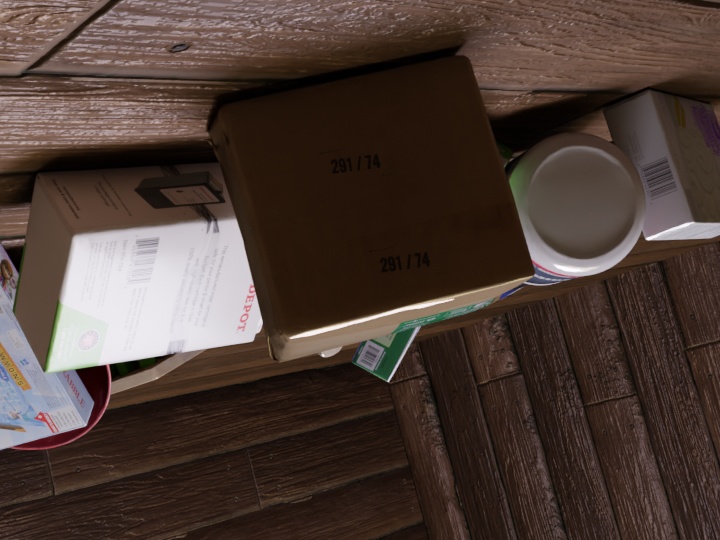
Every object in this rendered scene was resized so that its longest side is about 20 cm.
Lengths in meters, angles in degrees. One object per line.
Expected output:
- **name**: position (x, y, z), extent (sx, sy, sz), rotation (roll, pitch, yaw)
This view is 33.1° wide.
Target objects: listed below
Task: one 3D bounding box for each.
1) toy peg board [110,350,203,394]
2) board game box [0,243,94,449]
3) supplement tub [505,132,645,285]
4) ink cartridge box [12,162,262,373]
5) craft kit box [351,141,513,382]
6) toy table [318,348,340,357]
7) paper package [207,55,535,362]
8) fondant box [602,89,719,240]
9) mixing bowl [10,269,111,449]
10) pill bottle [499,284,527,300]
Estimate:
- **toy peg board**: position (-0.337, 0.109, 1.831), extent (0.199, 0.098, 0.199), rotation (-19, -173, 32)
- **board game box**: position (-0.394, 0.090, 1.178), extent (0.199, 0.201, 0.041), rotation (-16, -151, 11)
- **supplement tub**: position (0.198, -0.058, 1.251), extent (0.140, 0.141, 0.200), rotation (-14, 178, -8)
- **ink cartridge box**: position (-0.172, -0.006, 1.009), extent (0.199, 0.084, 0.146), rotation (-7, 132, -36)
- **craft kit box**: position (0.072, -0.018, 1.152), extent (0.201, 0.048, 0.198), rotation (-63, 178, 22)
- **toy table**: position (0.000, 0.000, 1.362), extent (0.117, 0.185, 0.200), rotation (-15, -164, -27)
- **paper package**: position (0.005, -0.047, 0.922), extent (0.199, 0.191, 0.103), rotation (-14, 173, -12)
- **fondant box**: position (0.341, -0.109, 1.288), extent (0.058, 0.145, 0.200), rotation (-22, 170, 32)
- **mixing bowl**: position (-0.343, 0.074, 1.252), extent (0.199, 0.201, 0.109), rotation (-17, -152, 14)
- **pill bottle**: position (0.208, -0.022, 1.775), extent (0.111, 0.112, 0.200), rotation (-13, 172, -11)
